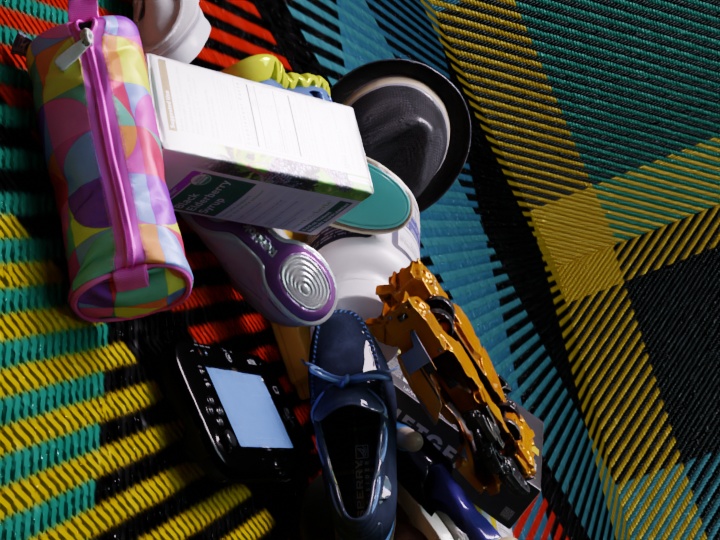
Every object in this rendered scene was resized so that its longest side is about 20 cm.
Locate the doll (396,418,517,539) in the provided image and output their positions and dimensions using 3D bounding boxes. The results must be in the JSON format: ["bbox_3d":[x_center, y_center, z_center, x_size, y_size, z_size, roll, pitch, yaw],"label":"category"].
[{"bbox_3d":[0.054,0.172,1.094,0.200,0.048,0.137,45,-11,31],"label":"doll"}]

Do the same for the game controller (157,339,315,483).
[{"bbox_3d":[-0.087,0.106,0.959,0.200,0.042,0.106,27,44,-72],"label":"game controller"}]

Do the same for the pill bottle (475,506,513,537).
[{"bbox_3d":[0.095,0.266,1.293,0.113,0.111,0.202,56,19,-44],"label":"pill bottle"}]

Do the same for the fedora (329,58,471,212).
[{"bbox_3d":[0.030,-0.125,1.424,0.092,0.198,0.202,-89,154,-61],"label":"fedora"}]

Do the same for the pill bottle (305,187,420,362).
[{"bbox_3d":[0.000,0.000,1.197,0.201,0.110,0.112,-86,151,-57],"label":"pill bottle"}]

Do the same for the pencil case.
[{"bbox_3d":[-0.163,-0.069,0.833,0.088,0.087,0.202,36,35,-66],"label":"pencil case"}]

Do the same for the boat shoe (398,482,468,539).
[{"bbox_3d":[0.057,0.203,1.233,0.203,0.060,0.073,58,-34,37],"label":"boat shoe"}]

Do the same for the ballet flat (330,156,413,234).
[{"bbox_3d":[-0.051,-0.080,1.144,0.069,0.197,0.070,-163,-90,-79],"label":"ballet flat"}]

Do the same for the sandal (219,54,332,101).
[{"bbox_3d":[-0.080,-0.158,1.328,0.200,0.079,0.088,-2,75,-67],"label":"sandal"}]

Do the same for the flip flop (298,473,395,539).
[{"bbox_3d":[-0.007,0.243,1.027,0.058,0.080,0.202,103,-18,-47],"label":"flip flop"}]

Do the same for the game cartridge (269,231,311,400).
[{"bbox_3d":[-0.051,0.029,1.252,0.200,0.032,0.178,0,70,-73],"label":"game cartridge"}]

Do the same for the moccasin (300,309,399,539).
[{"bbox_3d":[-0.001,0.116,1.027,0.068,0.079,0.202,75,1,-61],"label":"moccasin"}]

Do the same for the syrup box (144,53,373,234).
[{"bbox_3d":[-0.093,-0.089,0.969,0.198,0.078,0.082,8,60,-43],"label":"syrup box"}]

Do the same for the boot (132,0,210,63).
[{"bbox_3d":[-0.178,-0.235,1.075,0.096,0.073,0.201,53,11,-32],"label":"boot"}]

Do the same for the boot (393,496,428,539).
[{"bbox_3d":[0.029,0.276,1.148,0.200,0.068,0.191,-120,-164,-64],"label":"boot"}]

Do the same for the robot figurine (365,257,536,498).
[{"bbox_3d":[0.081,0.095,1.071,0.201,0.058,0.145,58,17,-13],"label":"robot figurine"}]

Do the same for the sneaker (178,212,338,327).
[{"bbox_3d":[-0.106,-0.029,1.063,0.201,0.075,0.099,53,-25,-8],"label":"sneaker"}]

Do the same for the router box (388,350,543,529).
[{"bbox_3d":[0.081,0.136,1.238,0.199,0.052,0.157,36,19,-2],"label":"router box"}]
